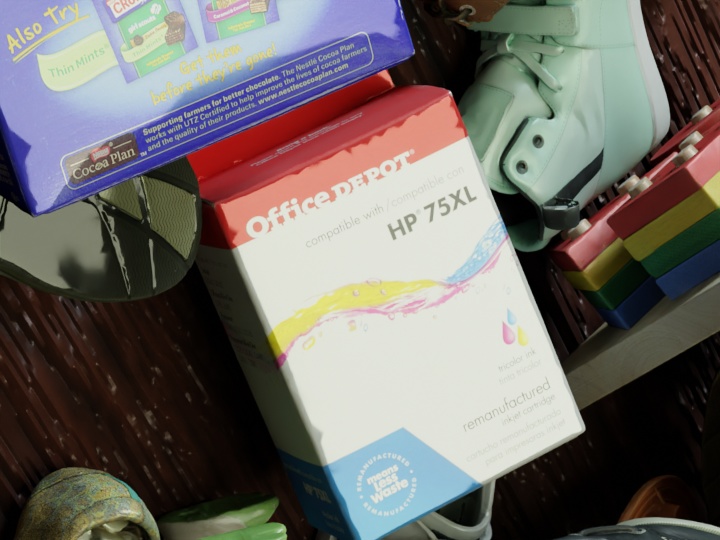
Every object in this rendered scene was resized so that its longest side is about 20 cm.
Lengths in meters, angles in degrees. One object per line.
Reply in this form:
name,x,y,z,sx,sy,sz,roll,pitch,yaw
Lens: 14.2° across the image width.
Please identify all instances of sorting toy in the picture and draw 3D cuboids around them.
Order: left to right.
sorting toy,0.171,-0.037,1.338,0.200,0.199,0.070,-41,92,-32

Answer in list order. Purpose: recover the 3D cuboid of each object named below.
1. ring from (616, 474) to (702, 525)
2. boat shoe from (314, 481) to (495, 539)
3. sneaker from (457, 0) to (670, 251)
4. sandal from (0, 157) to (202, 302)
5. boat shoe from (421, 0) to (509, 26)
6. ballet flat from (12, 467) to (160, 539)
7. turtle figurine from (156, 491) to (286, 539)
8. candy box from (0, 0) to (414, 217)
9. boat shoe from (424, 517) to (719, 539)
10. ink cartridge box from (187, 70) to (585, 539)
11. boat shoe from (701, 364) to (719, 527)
ring,0.142,0.199,1.401,0.200,0.019,0.201,6,90,-66
boat shoe,0.024,0.115,1.303,0.073,0.067,0.201,-1,98,-41
sneaker,0.070,-0.103,1.298,0.118,0.074,0.201,-48,128,-33
sandal,-0.154,-0.034,1.132,0.200,0.057,0.080,5,93,-26
boat shoe,0.046,-0.136,1.228,0.199,0.072,0.068,-8,100,-5
ballet flat,-0.130,0.179,1.179,0.071,0.071,0.201,22,83,-42
turtle figurine,-0.014,0.194,1.227,0.144,0.199,0.195,-29,111,-60
candy box,-0.089,-0.146,1.069,0.169,0.077,0.201,-24,111,-21
boat shoe,0.105,0.148,1.272,0.199,0.066,0.075,7,96,-23
ink cartridge box,0.000,0.000,1.220,0.116,0.067,0.200,-27,103,-16
boat shoe,0.214,0.124,1.479,0.072,0.068,0.201,-14,111,6
